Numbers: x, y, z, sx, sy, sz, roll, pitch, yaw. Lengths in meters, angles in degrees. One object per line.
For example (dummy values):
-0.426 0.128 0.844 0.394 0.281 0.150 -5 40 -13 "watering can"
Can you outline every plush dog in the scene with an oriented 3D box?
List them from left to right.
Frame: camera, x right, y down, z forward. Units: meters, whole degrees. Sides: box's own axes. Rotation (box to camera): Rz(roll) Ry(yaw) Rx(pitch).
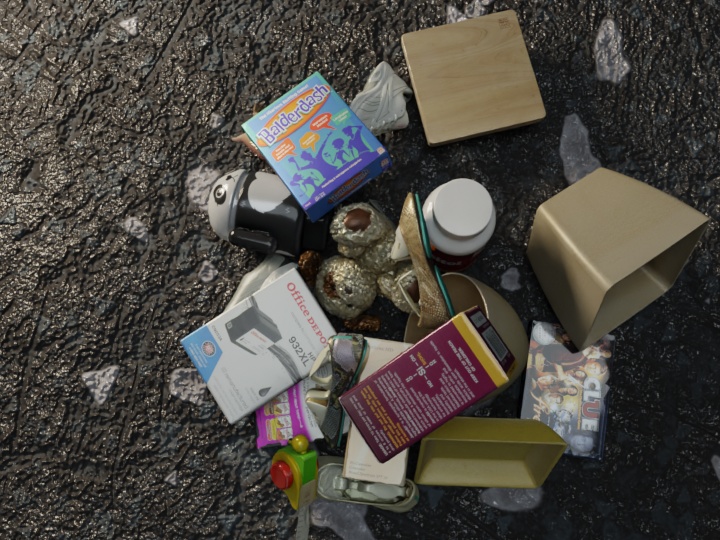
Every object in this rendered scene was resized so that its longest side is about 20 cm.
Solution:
0.000 0.000 1.157 0.172 0.161 0.200 -40 101 12 "plush dog"

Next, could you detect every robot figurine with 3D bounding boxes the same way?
-0.144 -0.094 1.175 0.198 0.150 0.126 12 94 3 "robot figurine"

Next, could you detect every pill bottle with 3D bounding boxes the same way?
0.146 -0.070 1.128 0.112 0.200 0.114 0 78 1 "pill bottle"

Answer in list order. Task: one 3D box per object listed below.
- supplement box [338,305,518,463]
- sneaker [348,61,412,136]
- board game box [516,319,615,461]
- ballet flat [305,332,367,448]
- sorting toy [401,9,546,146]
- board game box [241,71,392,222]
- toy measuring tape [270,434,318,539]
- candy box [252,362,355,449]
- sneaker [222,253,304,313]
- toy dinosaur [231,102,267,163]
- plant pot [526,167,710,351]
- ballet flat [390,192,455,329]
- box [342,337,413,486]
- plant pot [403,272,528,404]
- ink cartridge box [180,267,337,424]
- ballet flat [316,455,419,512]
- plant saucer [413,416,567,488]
0.092 0.144 0.951 0.200 0.131 0.104 -37 82 14 "supplement box"
0.031 -0.258 1.217 0.099 0.078 0.201 32 64 -3 "sneaker"
0.323 0.188 1.157 0.134 0.035 0.202 9 79 2 "board game box"
-0.043 0.169 1.047 0.072 0.072 0.201 17 121 4 "ballet flat"
0.187 -0.317 1.245 0.198 0.070 0.200 -13 79 -2 "sorting toy"
-0.070 -0.193 1.124 0.152 0.045 0.200 -37 63 -3 "board game box"
-0.103 0.328 1.102 0.073 0.074 0.201 7 113 2 "toy measuring tape"
-0.068 0.197 1.148 0.198 0.061 0.137 -7 80 0 "candy box"
-0.179 0.055 1.182 0.200 0.074 0.079 -47 58 -5 "sneaker"
-0.120 -0.202 1.215 0.198 0.086 0.137 -1 76 -1 "toy dinosaur"
0.367 -0.033 1.119 0.199 0.200 0.177 -32 61 -15 "plant pot"
0.080 -0.008 1.047 0.065 0.070 0.201 -17 90 11 "ballet flat"
0.032 0.204 1.075 0.094 0.078 0.202 7 82 2 "box"
0.176 0.115 1.113 0.134 0.200 0.202 14 77 -31 "plant pot"
-0.140 0.111 1.087 0.199 0.084 0.146 -33 85 -6 "ink cartridge box"
-0.007 0.326 1.119 0.198 0.069 0.070 8 79 3 "ballet flat"
0.182 0.265 1.075 0.198 0.200 0.049 2 57 1 "plant saucer"
